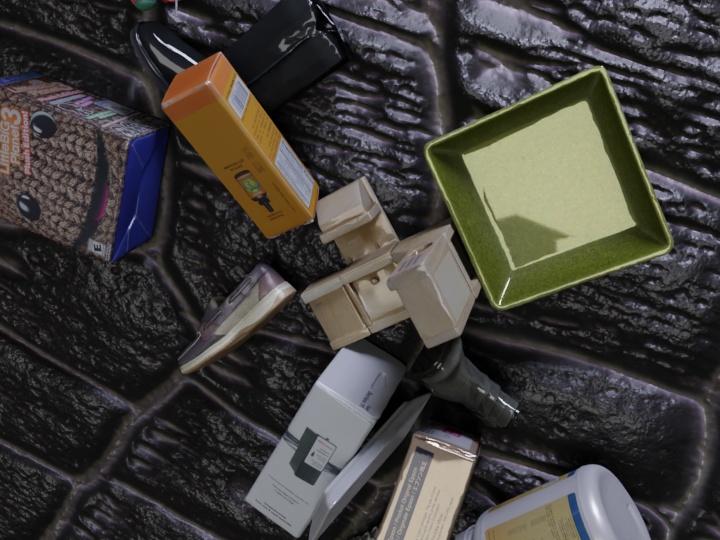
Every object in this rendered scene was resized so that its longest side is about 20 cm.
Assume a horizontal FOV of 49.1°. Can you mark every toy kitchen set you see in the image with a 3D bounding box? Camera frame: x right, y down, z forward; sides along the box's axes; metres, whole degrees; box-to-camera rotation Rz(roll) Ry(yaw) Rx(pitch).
[{"bbox_3d":[0.000,0.000,0.843,0.199,0.180,0.164,-25,100,23],"label":"toy kitchen set"}]

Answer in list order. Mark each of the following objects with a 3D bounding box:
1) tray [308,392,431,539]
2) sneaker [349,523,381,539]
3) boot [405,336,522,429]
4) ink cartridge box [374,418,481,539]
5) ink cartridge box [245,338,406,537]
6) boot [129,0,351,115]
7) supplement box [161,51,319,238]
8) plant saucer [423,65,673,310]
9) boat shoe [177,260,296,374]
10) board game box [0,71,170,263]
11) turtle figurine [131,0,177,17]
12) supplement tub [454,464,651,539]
[{"bbox_3d":[0.007,0.221,0.906,0.022,0.200,0.108,37,138,15],"label":"tray"},{"bbox_3d":[0.013,0.375,1.043,0.091,0.076,0.202,24,114,13],"label":"sneaker"},{"bbox_3d":[0.124,0.122,0.862,0.130,0.200,0.068,32,81,6],"label":"boot"},{"bbox_3d":[0.074,0.261,0.882,0.074,0.200,0.166,19,87,12],"label":"ink cartridge box"},{"bbox_3d":[-0.039,0.194,0.949,0.083,0.147,0.201,33,115,5],"label":"ink cartridge box"},{"bbox_3d":[-0.130,-0.245,0.852,0.199,0.066,0.165,-26,112,30],"label":"boot"},{"bbox_3d":[-0.124,-0.130,0.857,0.066,0.069,0.201,-19,127,23],"label":"supplement box"},{"bbox_3d":[0.195,-0.082,0.823,0.198,0.048,0.201,-21,102,24],"label":"plant saucer"},{"bbox_3d":[-0.164,0.060,0.984,0.200,0.072,0.065,-38,83,29],"label":"boat shoe"},{"bbox_3d":[-0.351,-0.127,0.954,0.198,0.097,0.161,21,115,9],"label":"board game box"},{"bbox_3d":[-0.245,-0.355,0.834,0.148,0.101,0.202,-8,92,5],"label":"turtle figurine"},{"bbox_3d":[0.221,0.328,0.916,0.199,0.145,0.145,-33,97,26],"label":"supplement tub"}]
